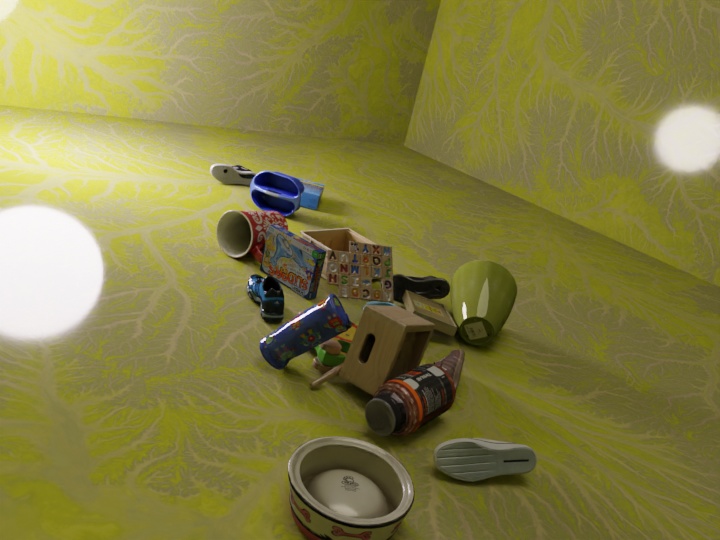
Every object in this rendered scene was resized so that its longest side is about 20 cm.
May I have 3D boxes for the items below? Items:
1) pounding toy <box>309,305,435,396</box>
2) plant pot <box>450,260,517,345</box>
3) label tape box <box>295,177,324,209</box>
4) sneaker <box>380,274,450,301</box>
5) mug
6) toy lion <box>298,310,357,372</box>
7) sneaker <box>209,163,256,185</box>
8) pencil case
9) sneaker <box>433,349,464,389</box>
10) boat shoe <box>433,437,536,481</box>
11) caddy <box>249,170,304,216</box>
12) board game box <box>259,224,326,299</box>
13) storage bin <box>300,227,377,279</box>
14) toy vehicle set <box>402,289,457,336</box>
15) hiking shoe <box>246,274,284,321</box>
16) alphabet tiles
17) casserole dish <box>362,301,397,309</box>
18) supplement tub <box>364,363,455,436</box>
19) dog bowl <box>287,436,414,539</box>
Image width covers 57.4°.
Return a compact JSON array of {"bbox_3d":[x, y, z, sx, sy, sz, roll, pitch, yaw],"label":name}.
[{"bbox_3d":[0.027,0.176,1.365,0.141,0.202,0.184,25,8,27],"label":"pounding toy"},{"bbox_3d":[0.321,0.105,1.760,0.185,0.188,0.201,16,35,6],"label":"plant pot"},{"bbox_3d":[-0.223,-0.307,2.589,0.142,0.067,0.200,14,18,-2],"label":"label tape box"},{"bbox_3d":[0.160,0.051,1.912,0.197,0.077,0.114,0,-4,7],"label":"sneaker"},{"bbox_3d":[-0.306,-0.096,1.944,0.132,0.179,0.200,-17,0,28],"label":"mug"},{"bbox_3d":[-0.048,0.160,1.504,0.190,0.069,0.200,10,20,-34],"label":"toy lion"},{"bbox_3d":[-0.515,-0.384,2.591,0.199,0.074,0.112,10,16,-37],"label":"sneaker"},{"bbox_3d":[-0.111,0.129,1.361,0.087,0.199,0.078,49,15,-37],"label":"pencil case"},{"bbox_3d":[0.187,0.223,1.472,0.075,0.071,0.200,16,20,8],"label":"sneaker"},{"bbox_3d":[0.220,0.345,1.203,0.198,0.074,0.067,9,-7,-13],"label":"boat shoe"},{"bbox_3d":[-0.297,-0.276,2.346,0.198,0.143,0.105,19,16,14],"label":"caddy"},{"bbox_3d":[-0.185,-0.025,1.774,0.199,0.137,0.034,28,24,34],"label":"board game box"},{"bbox_3d":[-0.053,-0.044,1.972,0.199,0.095,0.198,-7,29,-45],"label":"storage bin"},{"bbox_3d":[0.182,0.111,1.757,0.123,0.027,0.200,22,12,-7],"label":"toy vehicle set"},{"bbox_3d":[-0.226,0.047,1.625,0.074,0.087,0.200,3,23,-29],"label":"hiking shoe"},{"bbox_3d":[0.000,0.000,1.841,0.198,0.169,0.008,7,-20,-21],"label":"alphabet tiles"},{"bbox_3d":[0.089,0.138,1.673,0.120,0.039,0.199,-6,29,-44],"label":"casserole dish"},{"bbox_3d":[0.095,0.254,1.275,0.106,0.108,0.199,27,23,31],"label":"supplement tub"},{"bbox_3d":[-0.020,0.345,1.007,0.198,0.074,0.200,12,20,-4],"label":"dog bowl"}]
